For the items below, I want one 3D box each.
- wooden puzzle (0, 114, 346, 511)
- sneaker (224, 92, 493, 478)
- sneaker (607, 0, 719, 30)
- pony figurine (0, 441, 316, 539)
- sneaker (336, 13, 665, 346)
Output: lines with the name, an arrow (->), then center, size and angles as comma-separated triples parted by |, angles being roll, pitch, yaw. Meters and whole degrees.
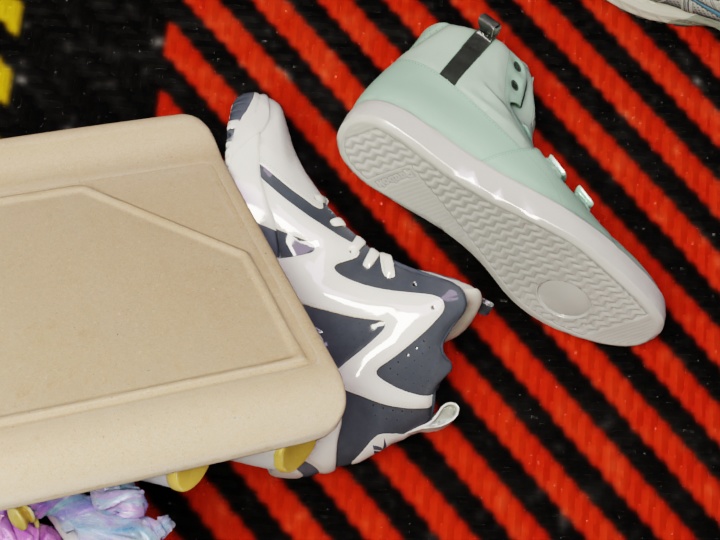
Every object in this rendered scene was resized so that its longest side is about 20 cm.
wooden puzzle -> -0.124, 0.016, 0.823 | 0.184, 0.037, 0.201 | -11, 50, -22
sneaker -> 0.000, 0.000, 0.931 | 0.129, 0.080, 0.201 | -8, 72, -7
sneaker -> 0.205, -0.172, 0.995 | 0.199, 0.086, 0.078 | 28, 72, 6
pony figurine -> -0.151, 0.084, 0.856 | 0.199, 0.167, 0.193 | 19, 47, 33
sneaker -> 0.095, -0.054, 0.959 | 0.200, 0.074, 0.118 | 37, 52, -5
